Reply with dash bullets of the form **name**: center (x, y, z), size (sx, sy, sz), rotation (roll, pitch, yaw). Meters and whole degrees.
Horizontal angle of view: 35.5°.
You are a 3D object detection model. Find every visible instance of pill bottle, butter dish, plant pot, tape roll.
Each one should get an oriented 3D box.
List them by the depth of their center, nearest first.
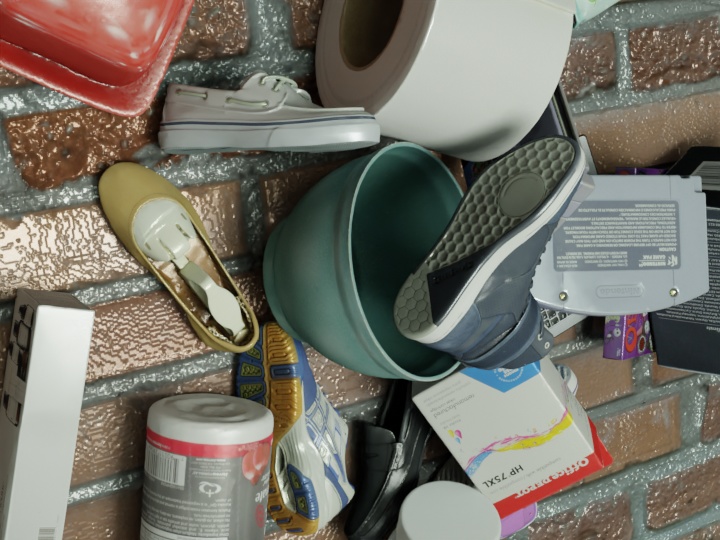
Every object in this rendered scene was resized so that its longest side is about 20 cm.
- **butter dish**: center (-0.200, -0.235, 0.847), size (0.199, 0.148, 0.201), rotation (22, 88, -31)
- **tape roll**: center (0.067, -0.207, 0.971), size (0.138, 0.202, 0.204), rotation (12, 93, -29)
- **pill bottle**: center (-0.137, 0.217, 0.983), size (0.110, 0.111, 0.202), rotation (1, 99, -29)
- **plant pot**: center (0.000, 0.000, 0.985), size (0.200, 0.133, 0.202), rotation (14, 72, -51)
- **pill bottle**: center (0.072, 0.306, 1.076), size (0.112, 0.113, 0.201), rotation (-13, 130, -27)

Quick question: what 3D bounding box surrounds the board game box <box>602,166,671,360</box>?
- **board game box**: center (0.303, -0.010, 1.209), size (0.120, 0.032, 0.202), rotation (-4, 99, -48)

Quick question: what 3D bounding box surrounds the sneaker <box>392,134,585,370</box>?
- **sneaker**: center (0.133, -0.006, 0.929), size (0.203, 0.077, 0.146), rotation (-50, 135, 8)

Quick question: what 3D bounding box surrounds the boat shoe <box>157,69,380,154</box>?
- **boat shoe**: center (-0.080, -0.131, 0.919), size (0.073, 0.198, 0.067), rotation (-6, 97, -71)

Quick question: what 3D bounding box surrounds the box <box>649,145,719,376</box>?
- **box**: center (0.383, -0.012, 1.201), size (0.148, 0.106, 0.201), rotation (-38, 123, -41)

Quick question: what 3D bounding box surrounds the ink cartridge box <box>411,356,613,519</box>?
- **ink cartridge box**: center (0.148, 0.150, 1.057), size (0.116, 0.067, 0.201), rotation (-31, 110, 16)

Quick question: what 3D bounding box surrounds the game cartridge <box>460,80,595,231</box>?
- **game cartridge**: center (0.140, -0.109, 1.015), size (0.038, 0.201, 0.130), rotation (17, 134, -28)

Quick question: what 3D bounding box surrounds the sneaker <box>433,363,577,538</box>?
- **sneaker**: center (0.169, 0.196, 1.180), size (0.201, 0.073, 0.114), rotation (-47, 121, -3)

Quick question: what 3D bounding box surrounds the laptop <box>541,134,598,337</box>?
- **laptop**: center (0.204, -0.004, 1.130), size (0.199, 0.116, 0.188), rotation (-29, 112, -15)

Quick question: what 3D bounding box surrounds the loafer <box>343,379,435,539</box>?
- **loafer**: center (0.028, 0.170, 1.096), size (0.070, 0.068, 0.202), rotation (30, 79, -22)

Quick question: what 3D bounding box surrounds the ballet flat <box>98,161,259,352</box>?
- **ballet flat**: center (-0.147, -0.010, 0.965), size (0.069, 0.063, 0.201), rotation (-42, 116, -14)

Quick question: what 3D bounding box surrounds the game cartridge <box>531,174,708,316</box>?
- **game cartridge**: center (0.236, -0.024, 1.068), size (0.198, 0.042, 0.134), rotation (-1, 92, -16)

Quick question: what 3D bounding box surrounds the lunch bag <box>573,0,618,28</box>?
- **lunch bag**: center (0.200, -0.351, 1.068), size (0.170, 0.122, 0.201), rotation (-32, 105, -18)

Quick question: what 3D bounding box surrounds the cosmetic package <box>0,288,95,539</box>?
- **cosmetic package**: center (-0.263, 0.121, 0.913), size (0.050, 0.082, 0.202), rotation (7, 95, -27)

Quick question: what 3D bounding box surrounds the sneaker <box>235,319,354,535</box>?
- **sneaker**: center (-0.057, 0.139, 1.049), size (0.088, 0.075, 0.202), rotation (-20, 105, -51)
